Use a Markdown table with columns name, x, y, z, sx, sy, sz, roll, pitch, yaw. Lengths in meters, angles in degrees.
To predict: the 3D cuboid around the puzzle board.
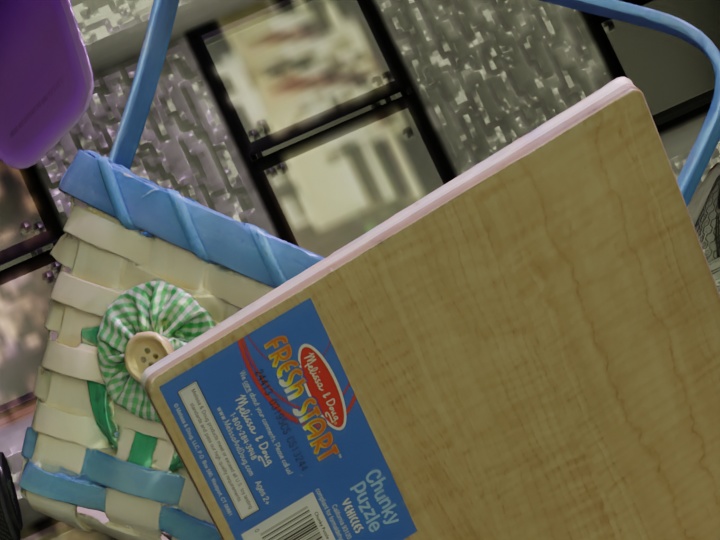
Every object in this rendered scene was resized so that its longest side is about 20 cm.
| name | x | y | z | sx | sy | sz | roll | pitch | yaw |
| --- | --- | --- | --- | --- | --- | --- | --- | --- | --- |
| puzzle board | 0.041 | 0.064 | 0.801 | 0.150 | 0.017 | 0.201 | -31 | 122 | -9 |

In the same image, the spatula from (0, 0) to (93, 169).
| name | x | y | z | sx | sy | sz | roll | pitch | yaw |
| --- | --- | --- | --- | --- | --- | --- | --- | --- | --- |
| spatula | -0.105 | -0.121 | 0.915 | 0.020 | 0.056 | 0.201 | 18 | 50 | -30 |

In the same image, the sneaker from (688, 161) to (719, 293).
| name | x | y | z | sx | sy | sz | roll | pitch | yaw |
| --- | --- | --- | --- | --- | --- | --- | --- | --- | --- |
| sneaker | 0.124 | 0.048 | 0.912 | 0.077 | 0.082 | 0.201 | 15 | 76 | -4 |

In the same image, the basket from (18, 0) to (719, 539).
| name | x | y | z | sx | sy | sz | roll | pitch | yaw |
| --- | --- | --- | --- | --- | --- | --- | --- | --- | --- |
| basket | 0.000 | 0.000 | 0.863 | 0.175 | 0.139 | 0.201 | 19 | 84 | 18 |

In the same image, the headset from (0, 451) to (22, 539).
| name | x | y | z | sx | sy | sz | roll | pitch | yaw |
| --- | --- | --- | --- | --- | --- | --- | --- | --- | --- |
| headset | -0.152 | 0.096 | 0.883 | 0.123 | 0.094 | 0.200 | -34 | 69 | -8 |
